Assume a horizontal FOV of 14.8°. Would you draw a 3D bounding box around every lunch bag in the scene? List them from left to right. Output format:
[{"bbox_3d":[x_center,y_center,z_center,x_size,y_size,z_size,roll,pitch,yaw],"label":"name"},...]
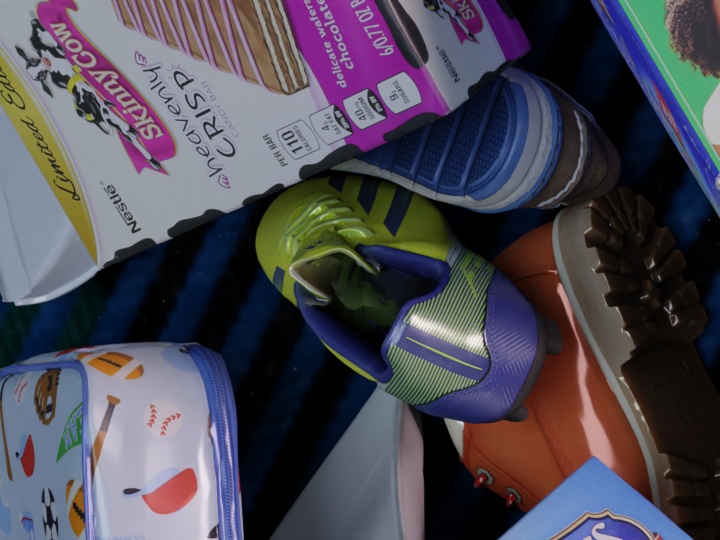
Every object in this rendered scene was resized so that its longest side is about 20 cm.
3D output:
[{"bbox_3d":[-0.101,0.111,1.105,0.200,0.075,0.161,164,100,-70],"label":"lunch bag"}]

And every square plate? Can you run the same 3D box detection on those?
[{"bbox_3d":[-0.026,0.153,1.069,0.028,0.198,0.200,29,110,-11],"label":"square plate"}]

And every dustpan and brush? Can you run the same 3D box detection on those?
[{"bbox_3d":[-0.092,-0.086,1.137,0.200,0.057,0.140,-40,59,46],"label":"dustpan and brush"}]

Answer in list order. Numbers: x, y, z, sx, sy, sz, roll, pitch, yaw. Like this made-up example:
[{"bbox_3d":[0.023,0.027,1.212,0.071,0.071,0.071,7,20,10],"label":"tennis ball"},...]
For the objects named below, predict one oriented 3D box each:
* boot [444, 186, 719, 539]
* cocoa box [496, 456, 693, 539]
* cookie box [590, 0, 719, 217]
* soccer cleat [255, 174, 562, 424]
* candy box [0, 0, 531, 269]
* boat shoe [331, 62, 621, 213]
[{"bbox_3d":[0.093,0.080,1.056,0.107,0.075,0.200,-27,76,35],"label":"boot"},{"bbox_3d":[0.065,0.192,0.989,0.131,0.133,0.200,41,143,17],"label":"cocoa box"},{"bbox_3d":[0.121,-0.093,0.939,0.075,0.171,0.200,-31,63,6],"label":"cookie box"},{"bbox_3d":[0.001,-0.001,1.049,0.065,0.084,0.200,-65,31,6],"label":"soccer cleat"},{"bbox_3d":[-0.053,-0.095,1.012,0.200,0.061,0.137,-23,101,45],"label":"candy box"},{"bbox_3d":[0.021,-0.061,1.073,0.200,0.072,0.072,34,103,50],"label":"boat shoe"}]
